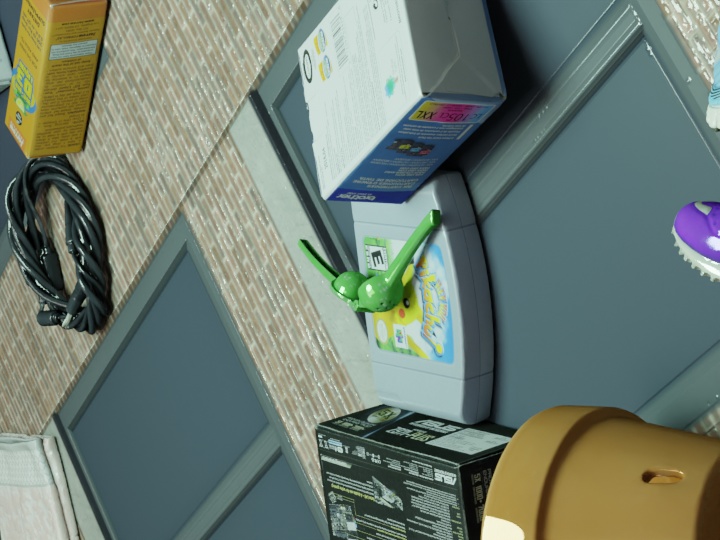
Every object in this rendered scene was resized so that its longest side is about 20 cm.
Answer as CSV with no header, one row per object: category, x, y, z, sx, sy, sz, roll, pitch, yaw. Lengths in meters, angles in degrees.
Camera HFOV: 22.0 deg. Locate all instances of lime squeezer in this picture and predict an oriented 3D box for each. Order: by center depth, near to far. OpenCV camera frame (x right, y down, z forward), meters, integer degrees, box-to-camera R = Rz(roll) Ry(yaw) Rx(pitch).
lime squeezer,0.000,0.000,1.468,0.200,0.038,0.071,-10,94,58

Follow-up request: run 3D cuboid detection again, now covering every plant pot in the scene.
plant pot,0.190,0.184,1.192,0.140,0.200,0.201,-7,97,41

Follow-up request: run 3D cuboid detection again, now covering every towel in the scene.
towel,-0.401,0.293,2.251,0.200,0.032,0.192,-8,96,58

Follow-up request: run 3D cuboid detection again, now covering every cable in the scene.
cable,-0.329,-0.028,2.001,0.163,0.051,0.201,15,114,53

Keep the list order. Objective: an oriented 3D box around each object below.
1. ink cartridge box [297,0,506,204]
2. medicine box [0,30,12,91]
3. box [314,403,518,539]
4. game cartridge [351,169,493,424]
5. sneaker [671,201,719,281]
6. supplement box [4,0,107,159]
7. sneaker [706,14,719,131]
ink cartridge box,0.019,-0.139,1.386,0.200,0.076,0.137,-41,52,52
medicine box,-0.495,-0.279,2.106,0.182,0.103,0.201,-20,85,57
box,0.061,0.204,1.472,0.200,0.086,0.165,7,108,55
game cartridge,0.051,0.019,1.465,0.133,0.040,0.201,5,107,52
sneaker,0.273,-0.031,1.090,0.200,0.069,0.100,22,113,47
supplement box,-0.313,-0.211,1.893,0.067,0.069,0.200,52,143,35
sneaker,0.267,-0.128,1.047,0.200,0.078,0.090,0,99,56
